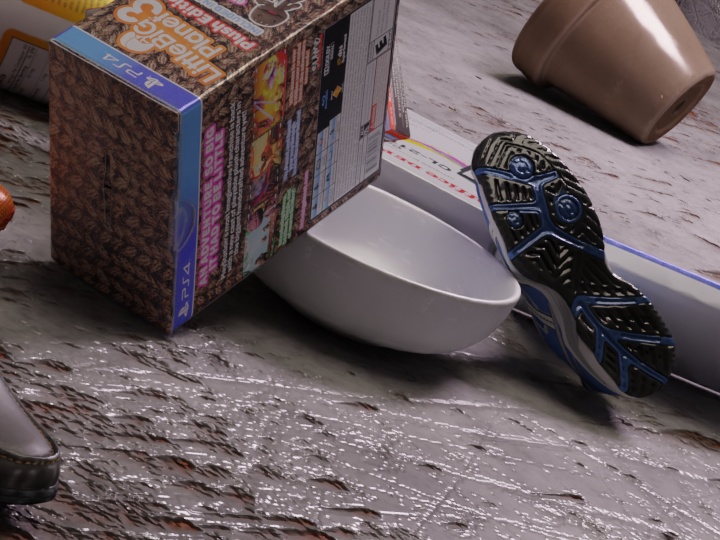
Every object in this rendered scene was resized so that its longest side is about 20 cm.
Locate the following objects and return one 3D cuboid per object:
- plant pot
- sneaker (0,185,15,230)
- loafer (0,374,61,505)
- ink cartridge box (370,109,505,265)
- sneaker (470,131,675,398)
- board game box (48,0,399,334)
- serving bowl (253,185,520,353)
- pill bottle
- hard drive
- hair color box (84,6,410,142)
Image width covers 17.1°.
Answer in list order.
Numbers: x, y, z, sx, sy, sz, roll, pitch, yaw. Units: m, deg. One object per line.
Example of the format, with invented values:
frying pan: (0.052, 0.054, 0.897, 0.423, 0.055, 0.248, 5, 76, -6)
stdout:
plant pot: (0.295, -0.239, 2.643, 0.175, 0.200, 0.200, 47, 20, 14)
sneaker: (-0.281, -0.077, 1.325, 0.199, 0.078, 0.073, 25, 13, -7)
loafer: (-0.202, 0.034, 1.074, 0.199, 0.073, 0.073, 34, 16, 29)
ink cartridge box: (0.050, -0.043, 1.723, 0.145, 0.083, 0.200, 28, 15, 10)
sneaker: (0.127, 0.002, 1.592, 0.201, 0.075, 0.077, 61, -24, -1)
board game box: (-0.078, -0.091, 1.382, 0.097, 0.160, 0.200, 30, 46, 25)
serving bowl: (0.000, 0.000, 1.529, 0.199, 0.066, 0.200, 23, 16, -7)
pill bottle: (-0.220, -0.176, 1.691, 0.199, 0.112, 0.111, 21, 15, -15)
hard drive: (0.220, 0.035, 1.701, 0.199, 0.026, 0.132, 22, -23, -9)
hair color box: (-0.074, -0.129, 1.576, 0.198, 0.112, 0.064, -8, -4, 13)
